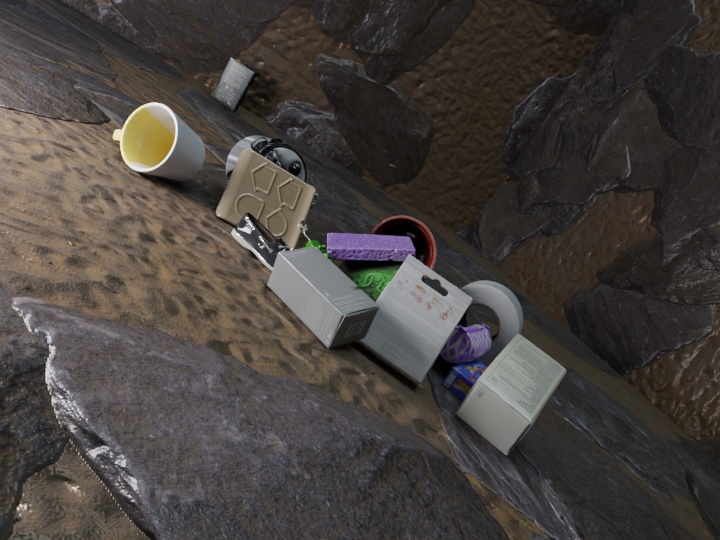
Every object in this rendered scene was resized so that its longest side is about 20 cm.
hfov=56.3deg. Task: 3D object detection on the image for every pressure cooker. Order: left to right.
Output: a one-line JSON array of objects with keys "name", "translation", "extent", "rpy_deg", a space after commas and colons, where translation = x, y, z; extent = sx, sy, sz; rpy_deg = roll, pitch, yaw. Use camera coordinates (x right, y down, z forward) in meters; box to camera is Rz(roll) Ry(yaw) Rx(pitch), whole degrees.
[{"name": "pressure cooker", "translation": [-0.233, -0.246, 1.699], "extent": [0.174, 0.181, 0.199], "rpy_deg": [12, 10, -39]}]

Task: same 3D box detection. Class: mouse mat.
[{"name": "mouse mat", "translation": [0.033, 0.027, 1.451], "extent": [0.197, 0.008, 0.162], "rpy_deg": [4, 38, 16]}]

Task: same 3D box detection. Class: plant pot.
[{"name": "plant pot", "translation": [0.123, -0.052, 1.973], "extent": [0.200, 0.202, 0.195], "rpy_deg": [35, 4, 5]}]

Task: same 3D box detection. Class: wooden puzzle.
[{"name": "wooden puzzle", "translation": [-0.220, -0.158, 1.569], "extent": [0.198, 0.188, 0.046], "rpy_deg": [27, -25, -20]}]

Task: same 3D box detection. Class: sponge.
[{"name": "sponge", "translation": [0.021, -0.053, 1.523], "extent": [0.196, 0.030, 0.112], "rpy_deg": [2, 20, -5]}]

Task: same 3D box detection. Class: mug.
[{"name": "mug", "translation": [-0.432, -0.281, 1.490], "extent": [0.187, 0.150, 0.153], "rpy_deg": [46, 8, 21]}]

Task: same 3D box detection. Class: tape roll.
[{"name": "tape roll", "translation": [0.309, 0.130, 1.711], "extent": [0.202, 0.204, 0.139], "rpy_deg": [37, 12, 13]}]

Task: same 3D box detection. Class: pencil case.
[{"name": "pencil case", "translation": [0.243, 0.164, 1.537], "extent": [0.084, 0.086, 0.199], "rpy_deg": [42, 16, 19]}]

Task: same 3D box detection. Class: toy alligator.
[{"name": "toy alligator", "translation": [-0.084, -0.026, 1.415], "extent": [0.059, 0.054, 0.203], "rpy_deg": [-1, 67, -49]}]

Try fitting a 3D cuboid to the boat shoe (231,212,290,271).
[{"name": "boat shoe", "translation": [-0.185, -0.046, 1.422], "extent": [0.199, 0.061, 0.074], "rpy_deg": [39, 12, 18]}]

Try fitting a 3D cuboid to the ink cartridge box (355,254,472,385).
[{"name": "ink cartridge box", "translation": [0.102, 0.097, 1.323], "extent": [0.160, 0.201, 0.050], "rpy_deg": [34, -15, 3]}]

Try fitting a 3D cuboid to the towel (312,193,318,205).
[{"name": "towel", "translation": [-0.243, -0.281, 2.174], "extent": [0.171, 0.049, 0.199], "rpy_deg": [38, 13, 30]}]

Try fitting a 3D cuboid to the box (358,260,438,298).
[{"name": "box", "translation": [0.090, 0.072, 1.475], "extent": [0.200, 0.121, 0.107], "rpy_deg": [50, -23, 50]}]

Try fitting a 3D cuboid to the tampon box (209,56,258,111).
[{"name": "tampon box", "translation": [-0.569, -0.840, 3.034], "extent": [0.125, 0.201, 0.150], "rpy_deg": [31, 12, -10]}]

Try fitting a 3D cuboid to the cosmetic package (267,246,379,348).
[{"name": "cosmetic package", "translation": [-0.073, 0.047, 1.270], "extent": [0.106, 0.091, 0.200], "rpy_deg": [-12, 47, -48]}]

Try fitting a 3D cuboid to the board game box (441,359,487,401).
[{"name": "board game box", "translation": [0.272, 0.263, 1.484], "extent": [0.134, 0.045, 0.199], "rpy_deg": [40, 14, 22]}]

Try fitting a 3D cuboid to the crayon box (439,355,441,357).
[{"name": "crayon box", "translation": [0.133, 0.127, 1.619], "extent": [0.199, 0.052, 0.125], "rpy_deg": [39, 13, 22]}]

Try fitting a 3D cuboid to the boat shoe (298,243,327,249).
[{"name": "boat shoe", "translation": [-0.109, -0.031, 1.535], "extent": [0.073, 0.075, 0.200], "rpy_deg": [36, 12, 9]}]

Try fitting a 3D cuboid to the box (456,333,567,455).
[{"name": "box", "translation": [0.301, 0.240, 1.330], "extent": [0.127, 0.110, 0.199], "rpy_deg": [38, 40, 17]}]
